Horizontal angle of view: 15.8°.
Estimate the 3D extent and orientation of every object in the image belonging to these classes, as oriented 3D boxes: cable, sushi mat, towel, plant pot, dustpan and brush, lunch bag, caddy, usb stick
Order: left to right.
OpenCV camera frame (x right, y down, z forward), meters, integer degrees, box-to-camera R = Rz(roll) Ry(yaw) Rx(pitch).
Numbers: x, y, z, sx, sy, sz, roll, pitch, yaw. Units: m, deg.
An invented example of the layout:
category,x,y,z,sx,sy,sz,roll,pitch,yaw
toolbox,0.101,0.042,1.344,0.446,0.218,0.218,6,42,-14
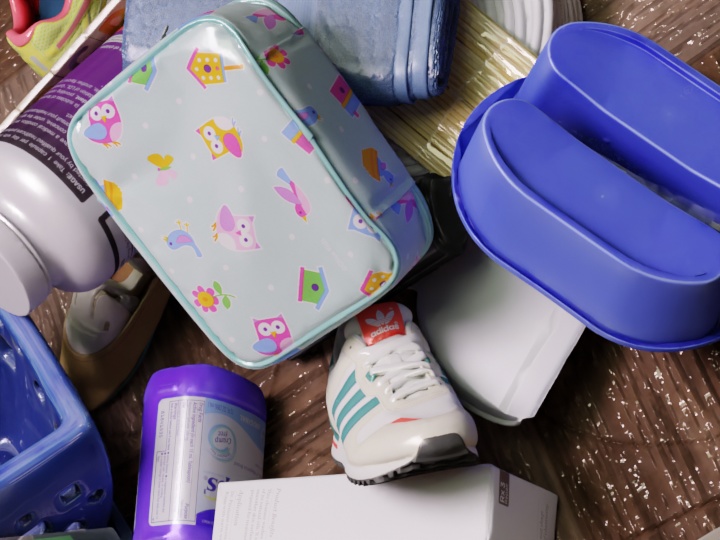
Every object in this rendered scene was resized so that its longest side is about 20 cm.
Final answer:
category,x,y,z,sx,sy,sz,roll,pitch,yaw
plant pot,-0.267,0.132,1.645,0.200,0.180,0.200,-32,53,-10
lunch bag,-0.068,-0.052,1.503,0.160,0.077,0.200,-35,93,34
towel,-0.041,-0.154,1.553,0.200,0.049,0.112,4,74,13
usb stick,0.000,0.000,1.582,0.200,0.033,0.056,-34,61,49
sushi mat,0.033,-0.128,1.563,0.200,0.012,0.096,41,94,23
cable,0.036,-0.141,1.609,0.200,0.069,0.200,33,91,25
dustpan and brush,0.063,0.012,1.571,0.200,0.057,0.140,23,75,33
caddy,0.147,-0.044,1.462,0.200,0.105,0.141,36,67,12

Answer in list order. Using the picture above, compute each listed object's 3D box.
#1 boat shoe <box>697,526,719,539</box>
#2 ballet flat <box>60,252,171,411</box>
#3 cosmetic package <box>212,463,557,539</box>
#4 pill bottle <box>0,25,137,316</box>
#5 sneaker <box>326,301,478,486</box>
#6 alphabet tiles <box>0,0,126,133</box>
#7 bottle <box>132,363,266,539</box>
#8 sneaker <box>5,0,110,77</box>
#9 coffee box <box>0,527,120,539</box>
category,x,y,z,sx,sy,sz,roll,pitch,yaw
boat shoe,0.180,0.198,1.418,0.200,0.073,0.063,-35,98,13
ballet flat,-0.155,0.000,1.716,0.069,0.063,0.200,33,93,39
cosmetic package,0.010,0.179,1.519,0.200,0.081,0.113,-4,70,33
pill bottle,-0.163,-0.065,1.610,0.112,0.113,0.200,25,58,39
sneaker,0.015,0.068,1.493,0.070,0.200,0.093,-10,94,-10
alphabet tiles,-0.145,-0.143,1.705,0.200,0.167,0.008,-46,73,11
bottle,-0.101,0.162,1.601,0.065,0.084,0.200,-10,66,32
sneaker,-0.210,-0.225,1.826,0.078,0.090,0.200,-17,62,31
coffee box,-0.233,0.243,1.598,0.044,0.123,0.200,55,130,33
